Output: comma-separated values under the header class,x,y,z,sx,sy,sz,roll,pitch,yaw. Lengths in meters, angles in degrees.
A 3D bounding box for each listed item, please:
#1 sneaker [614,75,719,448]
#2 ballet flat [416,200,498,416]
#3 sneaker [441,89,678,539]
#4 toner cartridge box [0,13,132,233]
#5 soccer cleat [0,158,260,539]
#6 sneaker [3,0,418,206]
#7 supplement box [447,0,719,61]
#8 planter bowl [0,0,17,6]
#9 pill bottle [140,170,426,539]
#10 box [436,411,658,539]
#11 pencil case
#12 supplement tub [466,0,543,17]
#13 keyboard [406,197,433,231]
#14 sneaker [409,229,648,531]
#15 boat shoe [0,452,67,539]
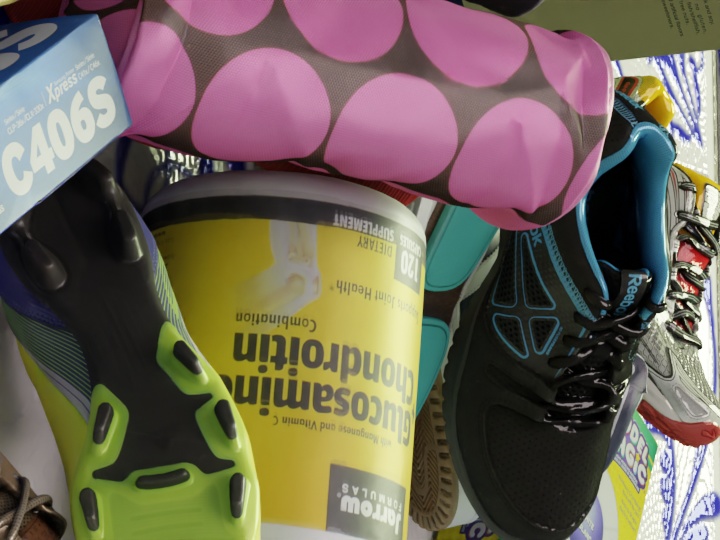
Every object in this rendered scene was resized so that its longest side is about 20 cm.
class,x,y,z,sx,sy,sz,roll,pitch,yaw
sneaker,0.136,-0.010,1.376,0.078,0.082,0.200,44,26,-60
ballet flat,0.010,0.004,1.209,0.069,0.069,0.200,-2,122,-61
sneaker,0.085,0.022,1.210,0.073,0.082,0.200,0,101,-27
toner cartridge box,-0.161,-0.020,0.898,0.200,0.095,0.043,-47,125,-54
soccer cleat,-0.078,0.052,1.000,0.084,0.065,0.200,88,-17,-57
sneaker,-0.066,-0.094,1.126,0.200,0.078,0.116,33,11,-30
supplement box,0.147,-0.203,1.366,0.200,0.199,0.134,-55,132,-49
planter bowl,-0.164,-0.179,0.925,0.200,0.083,0.201,12,76,-60
pill bottle,-0.036,0.071,1.091,0.112,0.112,0.200,29,61,-56
box,0.089,0.113,1.379,0.117,0.048,0.200,54,40,-43
pencil case,-0.013,-0.067,1.042,0.200,0.094,0.091,12,70,-26
supplement tub,-0.013,-0.164,1.087,0.200,0.107,0.107,21,63,-22
keyboard,0.000,0.000,1.170,0.011,0.056,0.200,18,88,-42
sneaker,0.066,0.008,1.284,0.108,0.070,0.200,-8,101,-28
boat shoe,-0.130,0.087,0.961,0.076,0.072,0.200,-56,134,-48
